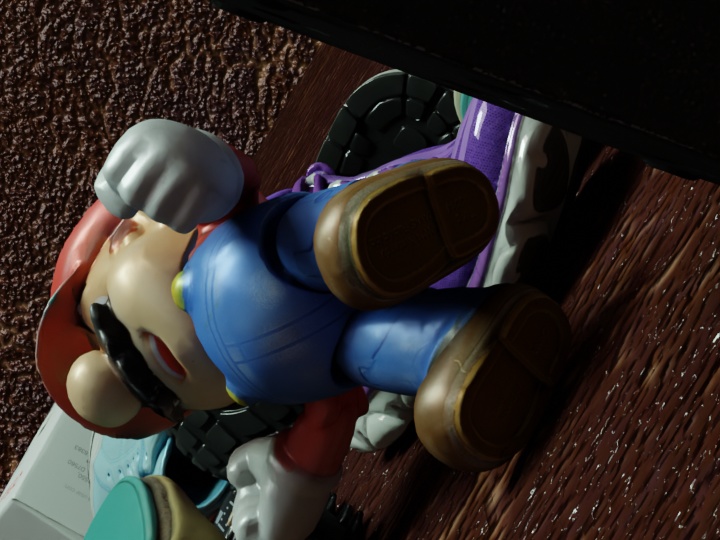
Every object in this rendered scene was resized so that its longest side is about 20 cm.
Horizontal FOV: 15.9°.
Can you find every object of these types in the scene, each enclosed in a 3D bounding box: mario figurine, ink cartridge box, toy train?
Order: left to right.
[{"bbox_3d":[-0.158,0.104,1.640,0.200,0.084,0.146,-62,6,-29],"label":"ink cartridge box"},{"bbox_3d":[-0.036,0.023,0.718,0.200,0.106,0.124,-3,88,58],"label":"mario figurine"},{"bbox_3d":[-0.030,0.090,0.875,0.046,0.034,0.200,-62,6,-4],"label":"toy train"}]

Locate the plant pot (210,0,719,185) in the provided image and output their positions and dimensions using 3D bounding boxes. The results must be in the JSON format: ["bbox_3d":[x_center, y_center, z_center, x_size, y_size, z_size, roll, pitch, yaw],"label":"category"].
[{"bbox_3d":[0.055,-0.117,0.514,0.200,0.199,0.178,-143,72,-84],"label":"plant pot"}]

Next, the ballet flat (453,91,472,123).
[{"bbox_3d":[0.089,-0.114,0.782,0.200,0.069,0.070,-55,7,41],"label":"ballet flat"}]

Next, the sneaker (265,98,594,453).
[{"bbox_3d":[0.007,-0.005,0.800,0.081,0.083,0.200,-63,8,-34],"label":"sneaker"}]

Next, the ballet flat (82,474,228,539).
[{"bbox_3d":[-0.053,0.118,0.750,0.069,0.063,0.200,-59,12,11],"label":"ballet flat"}]

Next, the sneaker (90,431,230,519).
[{"bbox_3d":[-0.084,0.084,1.174,0.200,0.074,0.082,-55,4,45],"label":"sneaker"}]

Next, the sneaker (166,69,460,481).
[{"bbox_3d":[0.000,0.000,0.993,0.200,0.076,0.088,-52,-6,28],"label":"sneaker"}]

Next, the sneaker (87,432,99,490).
[{"bbox_3d":[-0.084,0.061,1.272,0.201,0.076,0.115,-55,5,20],"label":"sneaker"}]
